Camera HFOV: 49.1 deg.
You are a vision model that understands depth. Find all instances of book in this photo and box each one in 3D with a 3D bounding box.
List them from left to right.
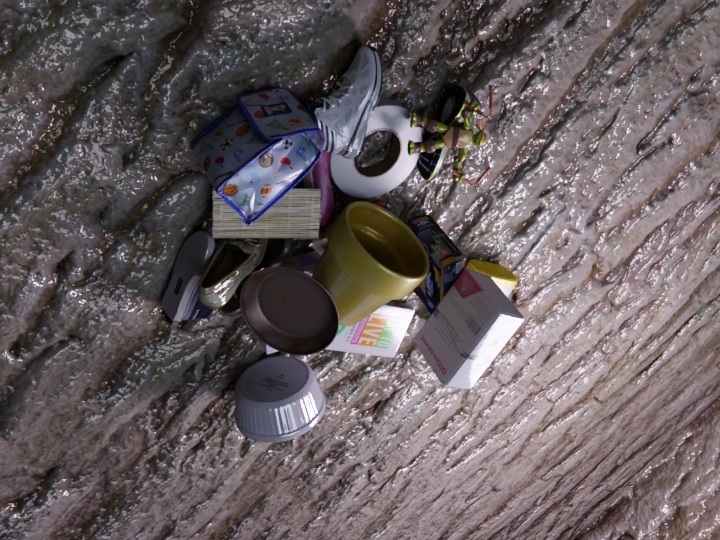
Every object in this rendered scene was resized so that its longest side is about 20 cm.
[{"bbox_3d":[0.015,0.125,1.812,0.199,0.048,0.134,10,116,-35],"label":"book"}]

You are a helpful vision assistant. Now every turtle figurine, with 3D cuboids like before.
[{"bbox_3d":[0.173,-0.262,1.486,0.160,0.065,0.201,5,123,-3],"label":"turtle figurine"}]

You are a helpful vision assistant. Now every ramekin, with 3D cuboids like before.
[{"bbox_3d":[-0.179,0.269,1.705,0.202,0.202,0.095,-18,122,-18],"label":"ramekin"}]

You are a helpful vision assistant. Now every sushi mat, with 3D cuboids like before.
[{"bbox_3d":[-0.170,-0.103,1.435,0.199,0.012,0.096,-1,109,-8],"label":"sushi mat"}]

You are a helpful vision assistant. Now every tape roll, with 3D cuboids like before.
[{"bbox_3d":[0.026,-0.234,1.524,0.202,0.037,0.203,-16,132,-19],"label":"tape roll"}]

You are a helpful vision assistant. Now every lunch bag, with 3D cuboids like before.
[{"bbox_3d":[-0.169,-0.210,1.330,0.200,0.170,0.124,-38,137,3],"label":"lunch bag"}]

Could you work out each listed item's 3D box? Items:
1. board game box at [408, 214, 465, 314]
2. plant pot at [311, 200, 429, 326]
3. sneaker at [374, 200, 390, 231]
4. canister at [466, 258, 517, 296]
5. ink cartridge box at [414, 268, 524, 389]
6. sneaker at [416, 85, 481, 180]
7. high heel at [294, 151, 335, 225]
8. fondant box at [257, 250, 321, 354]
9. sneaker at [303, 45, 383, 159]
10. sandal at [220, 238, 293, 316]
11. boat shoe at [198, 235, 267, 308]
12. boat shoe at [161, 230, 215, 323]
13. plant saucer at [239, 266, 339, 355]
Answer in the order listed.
[{"bbox_3d":[0.164,0.006,1.714,0.056,0.165,0.201,-20,133,-16],"label":"board game box"},{"bbox_3d":[0.000,0.000,1.529,0.200,0.201,0.189,14,131,-38],"label":"plant pot"},{"bbox_3d":[0.053,-0.048,1.663,0.075,0.079,0.200,-27,135,-9],"label":"sneaker"},{"bbox_3d":[0.274,0.079,1.901,0.148,0.087,0.201,10,118,-37],"label":"canister"},{"bbox_3d":[0.219,0.121,1.619,0.083,0.147,0.200,14,119,-38],"label":"ink cartridge box"},{"bbox_3d":[0.181,-0.265,1.571,0.081,0.074,0.200,6,124,-38],"label":"sneaker"},{"bbox_3d":[-0.068,-0.183,1.477,0.096,0.067,0.201,6,110,-39],"label":"high heel"},{"bbox_3d":[-0.144,0.068,1.651,0.144,0.058,0.201,-16,133,-22],"label":"fondant box"},{"bbox_3d":[-0.035,-0.301,1.373,0.115,0.076,0.201,7,101,-39],"label":"sneaker"},{"bbox_3d":[-0.213,-0.002,1.535,0.200,0.080,0.054,-49,145,4],"label":"sandal"},{"bbox_3d":[-0.232,-0.021,1.453,0.063,0.073,0.200,91,22,-57],"label":"boat shoe"},{"bbox_3d":[-0.304,0.011,1.508,0.093,0.075,0.200,1,127,-50],"label":"boat shoe"},{"bbox_3d":[-0.131,0.072,1.501,0.199,0.037,0.201,8,122,13],"label":"plant saucer"}]
